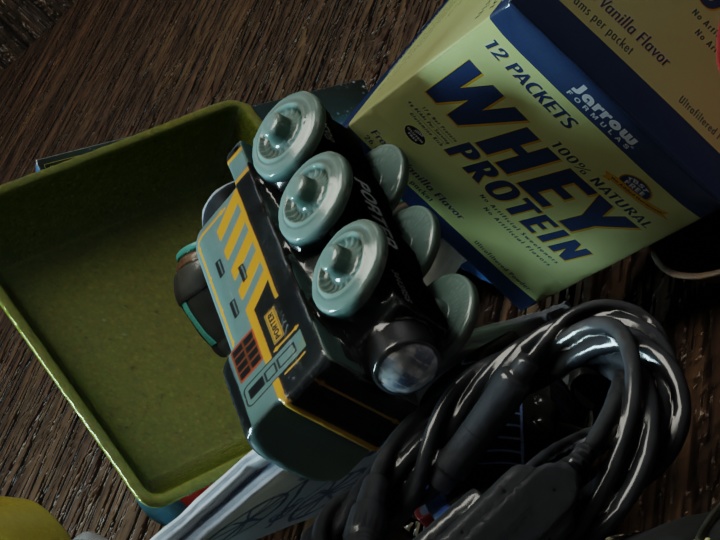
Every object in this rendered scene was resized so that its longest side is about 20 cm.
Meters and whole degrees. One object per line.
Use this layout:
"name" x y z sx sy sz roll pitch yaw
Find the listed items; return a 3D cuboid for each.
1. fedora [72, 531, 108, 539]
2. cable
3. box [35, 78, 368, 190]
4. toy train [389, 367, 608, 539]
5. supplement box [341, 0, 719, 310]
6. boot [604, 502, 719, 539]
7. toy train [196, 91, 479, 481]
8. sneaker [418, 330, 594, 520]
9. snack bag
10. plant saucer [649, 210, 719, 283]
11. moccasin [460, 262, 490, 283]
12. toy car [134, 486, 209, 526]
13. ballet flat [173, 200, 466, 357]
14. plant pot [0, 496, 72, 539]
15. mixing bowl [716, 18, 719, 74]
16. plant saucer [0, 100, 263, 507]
"fedora" -0.070 0.200 1.131 0.090 0.177 0.200 -19 30 -24
"cable" 0.051 0.088 1.001 0.200 0.051 0.163 -45 15 -19
"box" -0.069 -0.022 1.374 0.200 0.137 0.038 -15 -27 -15
"toy train" 0.045 0.108 1.203 0.200 0.034 0.046 -42 37 17
"supplement box" 0.127 -0.115 1.174 0.200 0.134 0.200 -52 9 -26
"boot" 0.110 0.152 0.877 0.154 0.073 0.204 -31 17 50
"toy train" -0.021 0.004 1.127 0.114 0.085 0.200 -47 37 18
"sneaker" 0.073 0.088 1.088 0.078 0.070 0.200 -48 26 6
"snack bag" 0.002 0.080 1.231 0.200 0.021 0.188 -40 -14 25
"plant saucer" 0.220 -0.063 1.140 0.200 0.037 0.200 -43 18 17
"moccasin" 0.069 -0.044 1.400 0.068 0.081 0.200 -37 19 -11
"toy car" -0.097 0.031 1.432 0.184 0.200 0.177 -24 29 54
"ballet flat" 0.000 0.000 1.262 0.200 0.069 0.068 -17 -12 -19
"plant pot" -0.238 0.213 1.452 0.142 0.200 0.200 -26 5 -30
"mixing bowl" 0.255 -0.095 0.969 0.200 0.108 0.200 -31 32 22
"plant saucer" -0.090 0.022 1.279 0.200 0.200 0.048 -24 -24 -33
